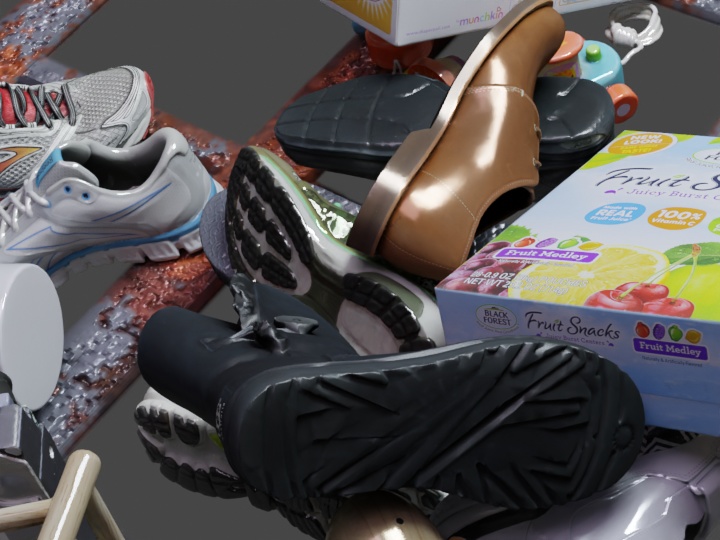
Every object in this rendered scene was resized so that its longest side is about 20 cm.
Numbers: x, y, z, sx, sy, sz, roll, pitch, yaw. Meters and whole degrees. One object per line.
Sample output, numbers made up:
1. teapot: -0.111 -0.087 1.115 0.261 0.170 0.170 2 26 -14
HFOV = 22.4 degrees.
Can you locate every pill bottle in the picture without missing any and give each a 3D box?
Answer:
1. pill bottle: -0.274 0.040 1.020 0.200 0.112 0.112 -1 50 14

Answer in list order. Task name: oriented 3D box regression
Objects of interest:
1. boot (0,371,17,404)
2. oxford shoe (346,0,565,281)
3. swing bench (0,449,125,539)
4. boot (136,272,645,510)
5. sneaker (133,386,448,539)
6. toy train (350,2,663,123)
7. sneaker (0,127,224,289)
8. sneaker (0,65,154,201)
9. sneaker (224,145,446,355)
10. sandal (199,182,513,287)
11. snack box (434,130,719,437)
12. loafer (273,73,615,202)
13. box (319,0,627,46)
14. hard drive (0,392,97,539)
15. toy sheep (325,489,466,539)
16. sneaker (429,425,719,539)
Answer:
1. boot: -0.262 0.030 0.887 0.211 0.079 0.158 -24 82 39
2. oxford shoe: 0.068 -0.067 0.954 0.071 0.071 0.200 29 57 7
3. swing bench: -0.144 0.220 0.767 0.130 0.199 0.200 -12 48 6
4. boot: 0.009 0.050 0.845 0.200 0.076 0.168 -1 13 -20
5. sneaker: -0.022 0.082 0.939 0.200 0.077 0.085 18 49 26
6. toy train: 0.078 -0.142 1.113 0.200 0.056 0.150 3 52 19
7. sneaker: -0.184 -0.037 1.078 0.200 0.087 0.075 -21 49 0
8. sneaker: -0.224 -0.083 1.131 0.200 0.082 0.078 -21 48 -3
9. sneaker: 0.000 0.000 0.978 0.089 0.077 0.200 -9 42 -41
10. sandal: 0.002 -0.001 1.029 0.200 0.043 0.076 12 61 13
11. snack box: 0.161 -0.001 0.897 0.169 0.068 0.200 6 28 35
12. loafer: 0.048 -0.066 1.043 0.200 0.072 0.073 5 46 20
13. box: 0.074 -0.213 1.088 0.200 0.101 0.112 -15 33 -29
14. hard drive: -0.190 0.138 0.850 0.140 0.200 0.038 -11 48 5
15. toy sheep: 0.000 0.196 0.797 0.138 0.138 0.200 5 91 20
16. sneaker: 0.141 0.129 0.852 0.200 0.075 0.115 -19 58 -12
